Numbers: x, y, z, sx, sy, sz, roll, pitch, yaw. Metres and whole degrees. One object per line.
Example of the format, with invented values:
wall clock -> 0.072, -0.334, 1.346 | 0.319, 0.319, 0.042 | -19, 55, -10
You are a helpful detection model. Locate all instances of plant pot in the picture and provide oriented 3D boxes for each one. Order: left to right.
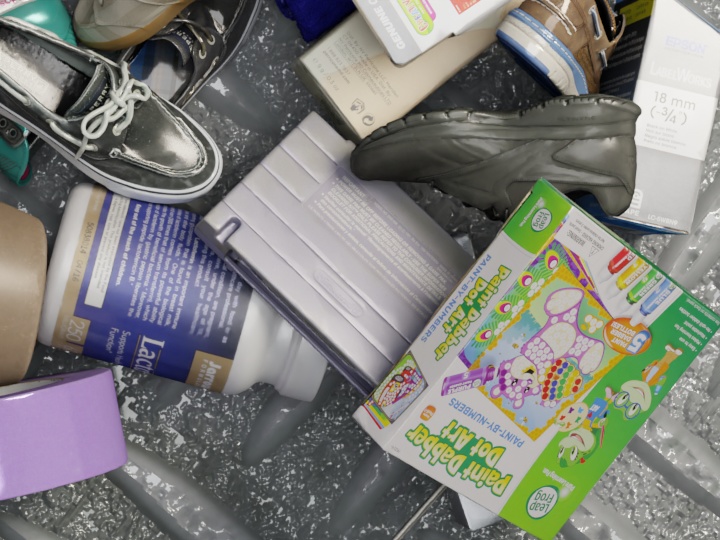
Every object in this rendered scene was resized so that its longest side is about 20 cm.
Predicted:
plant pot -> -0.304, 0.010, 1.673 | 0.173, 0.200, 0.202 | 9, 90, -15

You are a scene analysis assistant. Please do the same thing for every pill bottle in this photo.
pill bottle -> -0.116, 0.019, 1.723 | 0.199, 0.116, 0.117 | 15, 89, -5

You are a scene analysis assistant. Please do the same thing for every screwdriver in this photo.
screwdriver -> 0.063, 0.146, 1.723 | 0.029, 0.028, 0.200 | 39, 88, -35

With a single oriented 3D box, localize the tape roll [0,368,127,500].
tape roll -> -0.258, 0.115, 1.668 | 0.199, 0.200, 0.066 | -12, 92, -5

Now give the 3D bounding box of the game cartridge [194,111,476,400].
game cartridge -> 0.000, 0.000, 1.689 | 0.200, 0.038, 0.130 | 44, 54, 1

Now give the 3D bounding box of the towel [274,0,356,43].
towel -> 0.008, -0.265, 1.734 | 0.200, 0.050, 0.148 | -39, 127, -3

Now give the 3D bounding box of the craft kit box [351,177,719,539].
craft kit box -> 0.120, 0.064, 1.649 | 0.198, 0.049, 0.200 | -50, 136, 8

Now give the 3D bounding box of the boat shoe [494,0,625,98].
boat shoe -> 0.145, -0.155, 1.702 | 0.072, 0.200, 0.072 | 42, 94, 8

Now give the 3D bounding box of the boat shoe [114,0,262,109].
boat shoe -> -0.133, -0.151, 1.743 | 0.070, 0.066, 0.200 | 41, 87, -5

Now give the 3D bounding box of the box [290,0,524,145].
box -> 0.053, -0.177, 1.748 | 0.200, 0.095, 0.078 | -39, 94, -2

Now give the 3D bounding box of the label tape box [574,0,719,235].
label tape box -> 0.205, -0.128, 1.737 | 0.063, 0.144, 0.201 | 12, 90, -5

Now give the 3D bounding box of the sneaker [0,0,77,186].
sneaker -> -0.274, -0.106, 1.727 | 0.199, 0.084, 0.121 | -28, 84, -6

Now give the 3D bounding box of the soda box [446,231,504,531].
soda box -> 0.071, 0.077, 1.767 | 0.068, 0.063, 0.201 | -19, 93, -7

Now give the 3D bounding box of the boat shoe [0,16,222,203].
boat shoe -> -0.176, -0.111, 1.668 | 0.199, 0.068, 0.074 | 34, 72, -12

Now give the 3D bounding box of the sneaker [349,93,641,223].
sneaker -> 0.088, -0.066, 1.657 | 0.199, 0.076, 0.091 | -4, 92, 19

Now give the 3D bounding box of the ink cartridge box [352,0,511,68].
ink cartridge box -> 0.037, -0.259, 1.651 | 0.175, 0.084, 0.201 | -33, 98, -6

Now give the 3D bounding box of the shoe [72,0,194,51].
shoe -> -0.131, -0.206, 1.696 | 0.053, 0.199, 0.070 | 42, 47, -30
